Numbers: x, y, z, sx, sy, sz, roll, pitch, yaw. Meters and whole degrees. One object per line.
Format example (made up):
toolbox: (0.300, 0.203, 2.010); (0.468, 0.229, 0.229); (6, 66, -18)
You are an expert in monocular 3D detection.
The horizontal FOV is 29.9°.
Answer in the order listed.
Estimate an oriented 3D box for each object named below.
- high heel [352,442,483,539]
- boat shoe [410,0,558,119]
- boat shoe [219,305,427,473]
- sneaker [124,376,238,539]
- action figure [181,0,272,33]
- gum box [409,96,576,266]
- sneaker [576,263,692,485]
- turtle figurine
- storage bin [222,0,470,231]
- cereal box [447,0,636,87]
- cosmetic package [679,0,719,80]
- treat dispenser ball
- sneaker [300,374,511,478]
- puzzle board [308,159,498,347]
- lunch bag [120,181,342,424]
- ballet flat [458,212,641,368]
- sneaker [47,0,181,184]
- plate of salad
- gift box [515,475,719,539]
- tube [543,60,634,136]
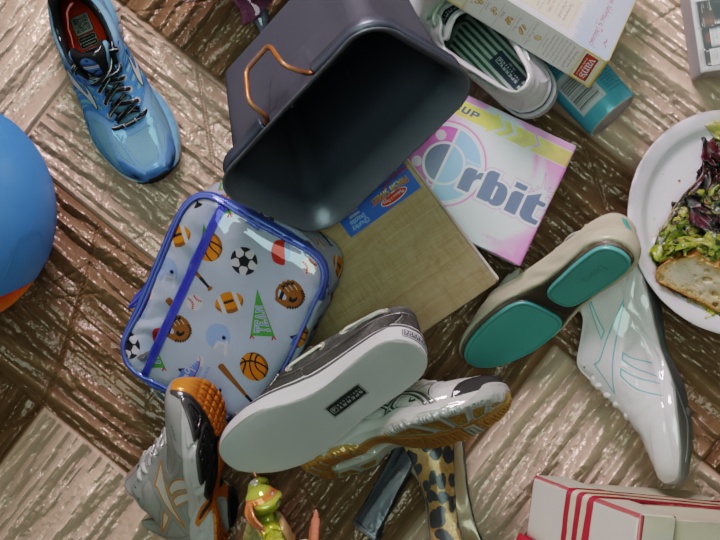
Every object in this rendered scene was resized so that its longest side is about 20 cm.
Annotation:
high heel: (0.108, 0.211, 1.177); (0.200, 0.071, 0.143); (31, 93, 8)
boat shoe: (0.092, -0.212, 1.153); (0.200, 0.067, 0.074); (43, 96, 24)
boat shoe: (-0.031, 0.099, 1.119); (0.200, 0.064, 0.071); (-31, 121, 14)
sneaker: (-0.163, 0.170, 1.154); (0.092, 0.076, 0.201); (8, 129, 11)
action figure: (-0.086, -0.273, 1.164); (0.199, 0.134, 0.150); (-1, 73, 14)
gum box: (0.074, -0.097, 1.183); (0.199, 0.066, 0.114); (26, 92, 3)
sneaker: (0.237, 0.092, 1.175); (0.080, 0.070, 0.201); (-18, 75, 19)
turtle figurine: (-0.067, 0.245, 1.144); (0.064, 0.200, 0.162); (-22, 113, -17)
storage bin: (-0.034, -0.156, 1.090); (0.200, 0.145, 0.135); (-44, 44, 28)
cereal box: (0.137, -0.253, 1.146); (0.200, 0.144, 0.040); (33, 135, -1)
cosmetic package: (0.320, -0.274, 1.179); (0.082, 0.051, 0.201); (-8, 89, 2)
treat dispenser ball: (-0.359, -0.049, 1.140); (0.200, 0.201, 0.202); (0, 90, 3)
sneaker: (0.030, 0.109, 1.149); (0.199, 0.076, 0.088); (-18, 59, 20)
puzzle board: (0.000, 0.000, 1.172); (0.200, 0.017, 0.151); (-36, 93, 26)
lunch bag: (-0.118, 0.033, 1.169); (0.160, 0.076, 0.201); (29, 109, 3)
ballet flat: (0.163, 0.015, 1.167); (0.200, 0.069, 0.070); (-37, 87, 34)
sneaker: (-0.228, -0.166, 1.189); (0.078, 0.090, 0.201); (-29, 89, 3)
plate of salad: (0.329, -0.044, 1.162); (0.199, 0.048, 0.201); (1, 81, -8)
gift box: (0.229, 0.278, 1.088); (0.186, 0.184, 0.201); (9, 84, -22)
tube: (0.158, -0.209, 1.191); (0.077, 0.050, 0.200); (-38, 79, -5)
